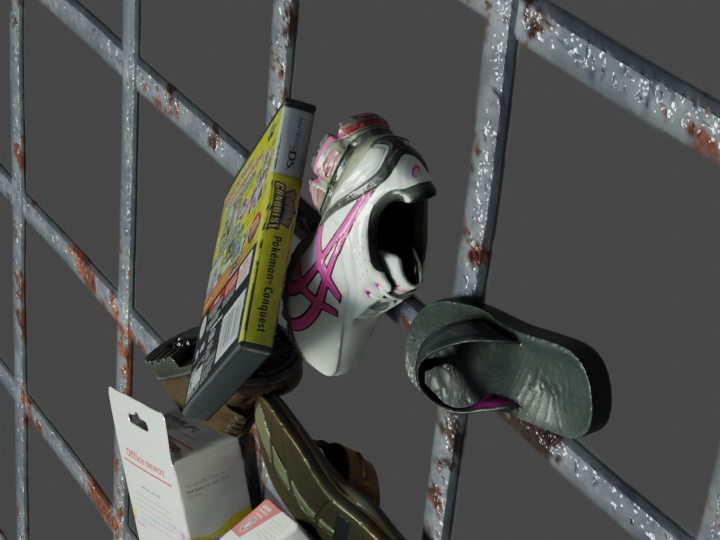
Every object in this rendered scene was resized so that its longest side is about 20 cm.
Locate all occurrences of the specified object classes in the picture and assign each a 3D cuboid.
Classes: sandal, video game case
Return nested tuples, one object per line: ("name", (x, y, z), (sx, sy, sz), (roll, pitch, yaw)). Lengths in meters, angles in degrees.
("sandal", (-0.006, 0.165, 1.310), (0.200, 0.054, 0.082), (42, 144, 24))
("video game case", (-0.081, -0.002, 1.277), (0.200, 0.025, 0.182), (133, 148, -66))
("sandal", (0.076, 0.061, 1.122), (0.200, 0.048, 0.076), (7, 108, 58))

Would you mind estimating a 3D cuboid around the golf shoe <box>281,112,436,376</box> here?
("golf shoe", (0.000, 0.000, 1.202), (0.092, 0.072, 0.201), (47, 139, 38))

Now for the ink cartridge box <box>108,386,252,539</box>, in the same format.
("ink cartridge box", (-0.145, 0.191, 1.521), (0.117, 0.067, 0.201), (18, 123, 56))

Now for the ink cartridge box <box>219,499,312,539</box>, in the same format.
("ink cartridge box", (-0.114, 0.270, 1.356), (0.068, 0.200, 0.116), (52, 171, -12))

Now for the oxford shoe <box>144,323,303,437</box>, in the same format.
("oxford shoe", (-0.093, 0.088, 1.417), (0.200, 0.073, 0.085), (-4, 116, 61))
